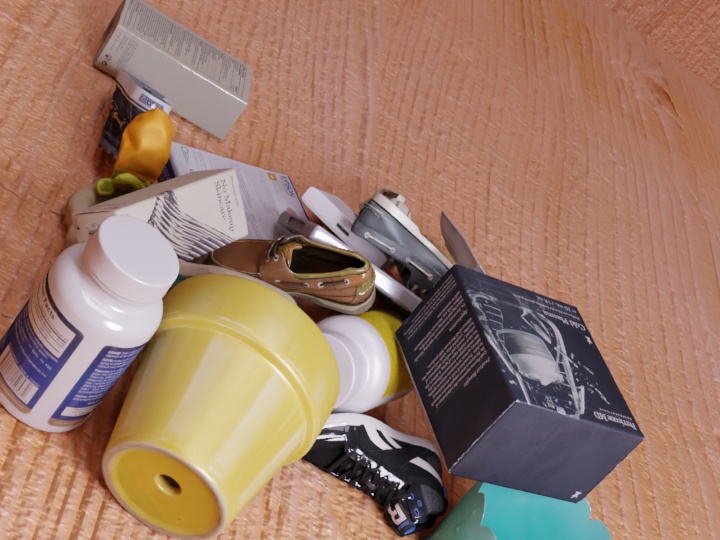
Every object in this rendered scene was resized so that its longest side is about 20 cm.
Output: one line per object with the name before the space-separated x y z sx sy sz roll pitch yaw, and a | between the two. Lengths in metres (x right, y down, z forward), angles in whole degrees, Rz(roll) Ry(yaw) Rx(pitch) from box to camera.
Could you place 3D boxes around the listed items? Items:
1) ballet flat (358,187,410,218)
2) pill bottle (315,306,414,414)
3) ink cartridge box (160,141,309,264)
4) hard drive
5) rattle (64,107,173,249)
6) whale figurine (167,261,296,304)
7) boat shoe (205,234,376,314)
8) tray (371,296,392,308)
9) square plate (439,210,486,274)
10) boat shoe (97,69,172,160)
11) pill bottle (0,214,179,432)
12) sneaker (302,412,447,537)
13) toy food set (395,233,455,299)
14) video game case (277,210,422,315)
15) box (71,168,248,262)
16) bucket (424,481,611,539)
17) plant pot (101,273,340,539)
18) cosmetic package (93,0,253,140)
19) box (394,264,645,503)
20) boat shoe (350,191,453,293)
ballet flat | 0.034 -0.074 1.661 0.067 0.062 0.200 43 5 -16
pill bottle | -0.005 0.103 1.429 0.112 0.111 0.200 49 18 13
ink cartridge box | -0.144 -0.060 1.578 0.198 0.043 0.198 15 38 -41
hard drive | -0.009 -0.052 1.658 0.132 0.027 0.200 44 5 5
rattle | -0.253 -0.063 1.359 0.130 0.143 0.200 45 27 -6
whale figurine | -0.143 0.054 1.323 0.157 0.105 0.200 8 -15 19
boat shoe | -0.078 -0.011 1.398 0.197 0.068 0.073 8 54 9
tray | 0.038 0.061 1.643 0.200 0.037 0.099 43 30 -1
square plate | 0.168 0.036 1.634 0.199 0.028 0.200 56 4 -24
boat shoe | -0.284 -0.186 1.557 0.070 0.092 0.200 31 5 -18
pill bottle | -0.249 0.046 1.160 0.110 0.200 0.112 29 32 -21
sneaker | 0.020 0.226 1.375 0.198 0.073 0.113 17 41 -34
toy food set | 0.119 0.039 1.669 0.199 0.048 0.200 53 12 6
video game case | 0.000 0.000 1.519 0.199 0.022 0.182 35 -2 -17
box | -0.207 -0.048 1.341 0.199 0.068 0.083 -30 112 -54
bucket | 0.167 0.319 1.366 0.205 0.135 0.209 29 33 -21
plant pot | -0.141 0.139 1.195 0.200 0.201 0.190 37 45 -8
cosmetic package | -0.246 -0.272 1.697 0.198 0.073 0.104 31 31 -19
box | 0.167 0.124 1.369 0.198 0.124 0.198 18 37 -35
boat shoe | 0.069 -0.005 1.546 0.200 0.062 0.073 46 -4 -13
